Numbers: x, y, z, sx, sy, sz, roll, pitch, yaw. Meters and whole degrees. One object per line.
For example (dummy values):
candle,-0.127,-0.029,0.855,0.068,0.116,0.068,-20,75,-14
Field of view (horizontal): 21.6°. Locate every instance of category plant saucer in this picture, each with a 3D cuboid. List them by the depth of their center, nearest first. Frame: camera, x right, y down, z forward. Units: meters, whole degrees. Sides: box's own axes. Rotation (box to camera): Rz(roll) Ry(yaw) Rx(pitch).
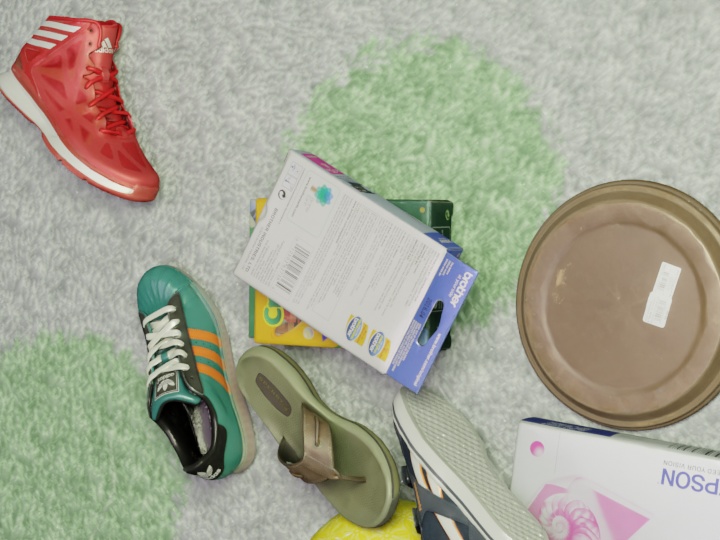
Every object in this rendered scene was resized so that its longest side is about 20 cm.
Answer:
plant saucer,0.213,0.028,1.512,0.198,0.029,0.202,1,91,26

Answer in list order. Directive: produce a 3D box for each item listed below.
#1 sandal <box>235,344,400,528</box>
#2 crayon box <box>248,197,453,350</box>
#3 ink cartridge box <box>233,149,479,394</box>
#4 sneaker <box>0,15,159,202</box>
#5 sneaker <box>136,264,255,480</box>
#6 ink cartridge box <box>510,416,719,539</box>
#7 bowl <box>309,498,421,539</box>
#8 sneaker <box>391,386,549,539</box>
sandal,-0.046,0.145,1.586,0.201,0.057,0.080,41,124,26
crayon box,-0.021,0.002,1.616,0.198,0.051,0.127,2,93,27
ink cartridge box,0.000,0.000,1.555,0.199,0.042,0.120,33,106,24
sneaker,-0.238,-0.158,1.706,0.200,0.078,0.116,40,110,19
sneaker,-0.156,0.088,1.670,0.071,0.080,0.202,-28,79,25
ink cartridge box,0.209,0.232,1.515,0.195,0.043,0.202,8,94,26
bowl,0.007,0.298,1.582,0.198,0.107,0.202,1,92,27
sneaker,0.072,0.183,1.542,0.080,0.078,0.200,-58,45,26
